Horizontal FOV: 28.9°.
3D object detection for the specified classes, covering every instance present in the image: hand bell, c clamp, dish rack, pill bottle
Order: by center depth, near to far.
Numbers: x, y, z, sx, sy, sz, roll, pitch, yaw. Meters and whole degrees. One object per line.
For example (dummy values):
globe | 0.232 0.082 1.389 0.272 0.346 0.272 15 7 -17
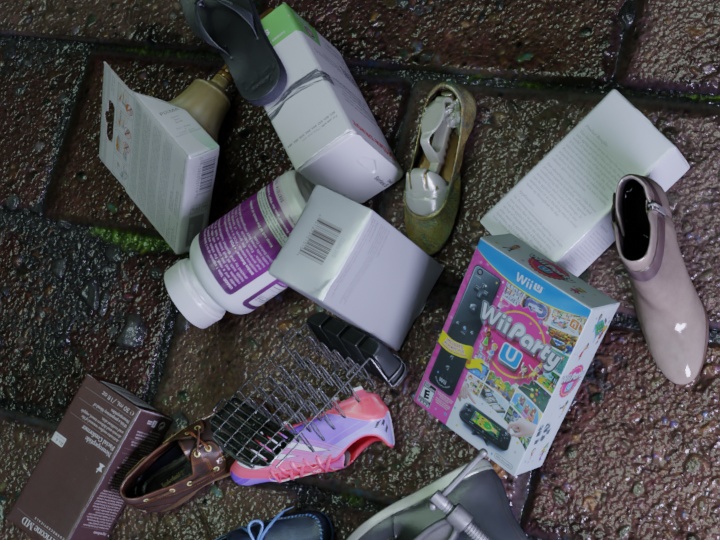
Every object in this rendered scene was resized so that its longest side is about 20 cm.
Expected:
c clamp | 0.126 0.302 1.380 0.171 0.027 0.200 -43 88 23
dish rack | -0.064 0.135 1.510 0.200 0.055 0.153 -45 34 -15
pill bottle | -0.126 -0.020 1.619 0.200 0.112 0.112 -33 62 13
hand bell | -0.165 -0.248 1.740 0.104 0.104 0.200 26 75 31

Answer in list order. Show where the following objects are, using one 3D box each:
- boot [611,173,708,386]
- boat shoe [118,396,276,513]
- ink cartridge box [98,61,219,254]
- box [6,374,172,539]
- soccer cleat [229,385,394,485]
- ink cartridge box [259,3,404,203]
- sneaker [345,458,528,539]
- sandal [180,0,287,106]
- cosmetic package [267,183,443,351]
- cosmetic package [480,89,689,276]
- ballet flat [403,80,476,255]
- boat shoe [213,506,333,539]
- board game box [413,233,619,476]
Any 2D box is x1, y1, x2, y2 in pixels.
boot | 0.289 0.005 1.380 0.070 0.146 0.201 -17 69 19
boat shoe | -0.187 0.212 1.600 0.200 0.070 0.070 -39 60 9
ink cartridge box | -0.250 -0.142 1.705 0.050 0.161 0.200 -20 53 -31
box | -0.323 0.235 1.659 0.100 0.075 0.200 27 89 31
soccer cleat | -0.055 0.200 1.542 0.200 0.067 0.077 -29 67 13
ink cartridge box | -0.048 -0.187 1.614 0.084 0.145 0.200 -34 61 14
sneaker | 0.071 0.289 1.440 0.200 0.075 0.106 -35 62 12
sandal | -0.146 -0.272 1.582 0.076 0.043 0.200 -43 59 10
cosmetic package | 0.000 0.000 1.498 0.081 0.200 0.113 27 84 30
cosmetic package | 0.237 -0.081 1.478 0.200 0.071 0.101 -44 61 8
ballet flat | 0.082 -0.120 1.573 0.071 0.071 0.201 8 78 29
boat shoe | -0.124 0.321 1.531 0.200 0.069 0.084 -30 63 15
board game box | 0.155 0.084 1.429 0.147 0.064 0.200 35 115 30
